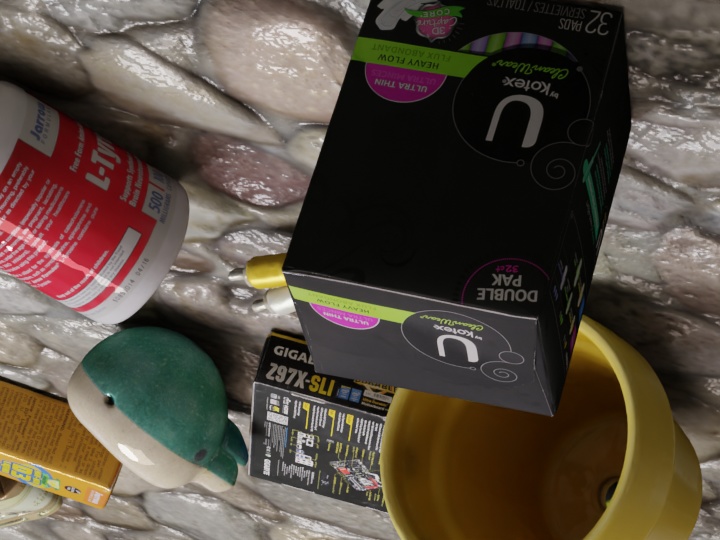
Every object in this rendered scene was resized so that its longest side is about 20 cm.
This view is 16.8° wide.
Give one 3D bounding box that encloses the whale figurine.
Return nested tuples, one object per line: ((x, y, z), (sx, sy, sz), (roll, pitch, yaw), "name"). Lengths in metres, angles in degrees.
((-0.142, 0.106, 1.925), (0.159, 0.104, 0.200), (42, -173, 26), "whale figurine")

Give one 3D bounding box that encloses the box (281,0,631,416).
((0.059, -0.042, 1.363), (0.148, 0.200, 0.124), (11, 154, 15), "box")

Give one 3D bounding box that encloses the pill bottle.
((-0.222, -0.055, 1.619), (0.200, 0.112, 0.112), (31, 151, -26), "pill bottle")

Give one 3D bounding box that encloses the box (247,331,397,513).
((-0.006, 0.128, 1.921), (0.159, 0.049, 0.200), (13, 154, 3), "box")

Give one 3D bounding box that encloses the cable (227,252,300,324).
((0.000, 0.000, 1.657), (0.097, 0.050, 0.200), (31, 153, -27), "cable")

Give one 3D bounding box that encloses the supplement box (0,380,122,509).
((-0.302, 0.140, 2.113), (0.200, 0.069, 0.067), (17, 157, -4), "supplement box")

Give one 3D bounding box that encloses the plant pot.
((0.145, 0.140, 1.702), (0.200, 0.201, 0.189), (-1, 164, 33), "plant pot")

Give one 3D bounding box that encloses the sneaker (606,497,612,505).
((0.204, 0.229, 1.971), (0.074, 0.084, 0.200), (37, 137, 6), "sneaker")

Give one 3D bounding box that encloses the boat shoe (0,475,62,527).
((-0.366, 0.222, 2.308), (0.200, 0.073, 0.063), (-11, 140, 44), "boat shoe")
